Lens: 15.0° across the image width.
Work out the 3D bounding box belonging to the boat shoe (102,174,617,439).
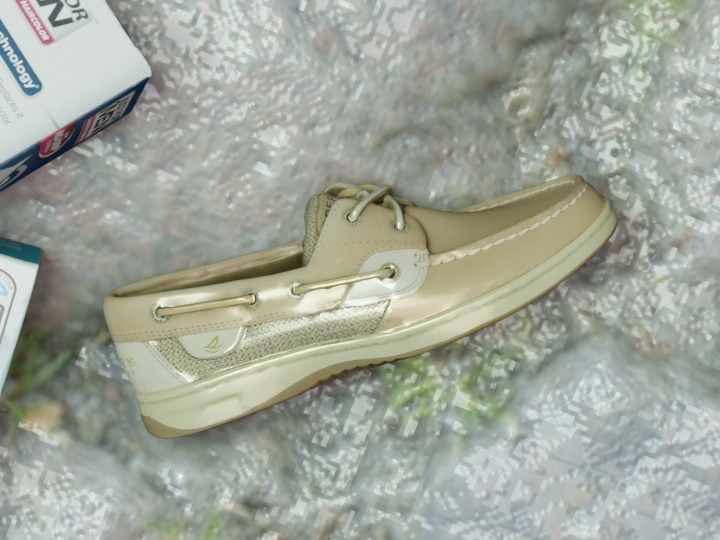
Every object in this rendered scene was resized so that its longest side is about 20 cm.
[{"bbox_3d":[0.000,0.000,1.045,0.199,0.071,0.065,-22,101,-1],"label":"boat shoe"}]

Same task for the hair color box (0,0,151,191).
[{"bbox_3d":[-0.186,-0.055,0.988,0.199,0.061,0.100,-32,87,-16],"label":"hair color box"}]

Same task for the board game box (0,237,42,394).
[{"bbox_3d":[-0.222,0.068,1.046,0.150,0.047,0.201,16,97,-8],"label":"board game box"}]
